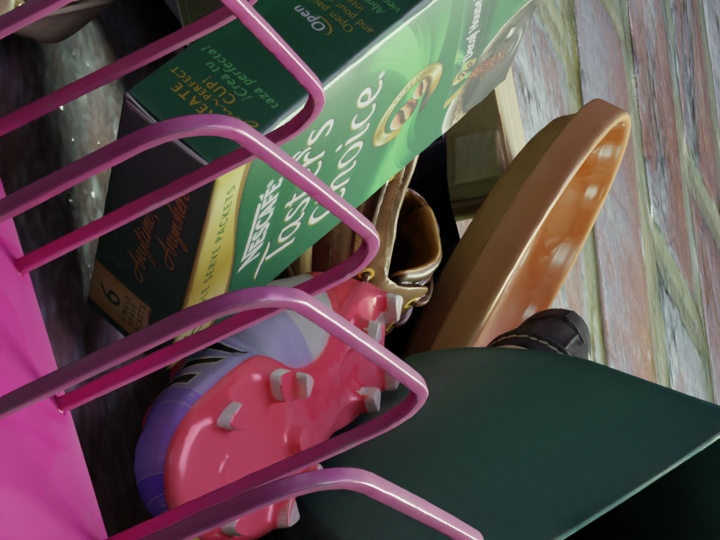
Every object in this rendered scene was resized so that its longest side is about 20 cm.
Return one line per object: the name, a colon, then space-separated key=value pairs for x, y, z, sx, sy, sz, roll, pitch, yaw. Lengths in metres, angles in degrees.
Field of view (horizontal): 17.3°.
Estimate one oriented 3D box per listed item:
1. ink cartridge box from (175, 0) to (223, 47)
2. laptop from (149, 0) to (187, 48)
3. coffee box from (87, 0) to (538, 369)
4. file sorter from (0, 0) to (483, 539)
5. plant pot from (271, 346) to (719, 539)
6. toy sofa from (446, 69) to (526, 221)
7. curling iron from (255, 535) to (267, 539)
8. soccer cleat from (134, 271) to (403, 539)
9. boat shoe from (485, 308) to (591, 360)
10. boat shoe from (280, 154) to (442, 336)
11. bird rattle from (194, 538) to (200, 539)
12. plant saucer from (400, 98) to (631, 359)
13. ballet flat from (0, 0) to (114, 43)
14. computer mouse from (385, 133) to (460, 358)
ink cartridge box: x=-0.025 y=-0.134 z=0.888 sx=0.200 sy=0.048 sz=0.146 roll=84 pitch=23 yaw=-71
laptop: x=-0.050 y=-0.220 z=0.913 sx=0.200 sy=0.115 sz=0.188 roll=55 pitch=29 yaw=-48
coffee box: x=-0.008 y=-0.063 z=0.822 sx=0.200 sy=0.044 sz=0.123 roll=-40 pitch=163 yaw=-34
file sorter: x=-0.064 y=0.003 z=0.628 sx=0.139 sy=0.125 sz=0.201 roll=40 pitch=28 yaw=-65
plant pot: x=0.050 y=0.116 z=0.898 sx=0.200 sy=0.141 sz=0.142 roll=27 pitch=-40 yaw=57
toy sofa: x=0.025 y=-0.122 z=1.171 sx=0.098 sy=0.082 sz=0.201 roll=0 pitch=80 yaw=-79
curling iron: x=-0.028 y=0.164 z=0.905 sx=0.050 sy=0.025 sz=0.201 roll=-64 pitch=142 yaw=-61
soccer cleat: x=-0.045 y=0.047 z=0.855 sx=0.200 sy=0.076 sz=0.067 roll=-40 pitch=131 yaw=-64
boat shoe: x=0.064 y=0.101 z=1.058 sx=0.063 sy=0.072 sz=0.201 roll=-50 pitch=160 yaw=-47
boat shoe: x=0.000 y=-0.001 z=0.977 sx=0.201 sy=0.067 sz=0.072 roll=87 pitch=7 yaw=-48
bird rattle: x=-0.015 y=0.172 z=0.734 sx=0.112 sy=0.163 sz=0.201 roll=14 pitch=55 yaw=-52
plant saucer: x=0.062 y=0.010 z=1.084 sx=0.201 sy=0.032 sz=0.201 roll=-57 pitch=168 yaw=-19
ballet flat: x=-0.099 y=-0.107 z=0.765 sx=0.200 sy=0.069 sz=0.070 roll=-45 pitch=123 yaw=-71
computer mouse: x=0.022 y=-0.054 z=1.075 sx=0.141 sy=0.046 sz=0.201 roll=-48 pitch=146 yaw=-29
